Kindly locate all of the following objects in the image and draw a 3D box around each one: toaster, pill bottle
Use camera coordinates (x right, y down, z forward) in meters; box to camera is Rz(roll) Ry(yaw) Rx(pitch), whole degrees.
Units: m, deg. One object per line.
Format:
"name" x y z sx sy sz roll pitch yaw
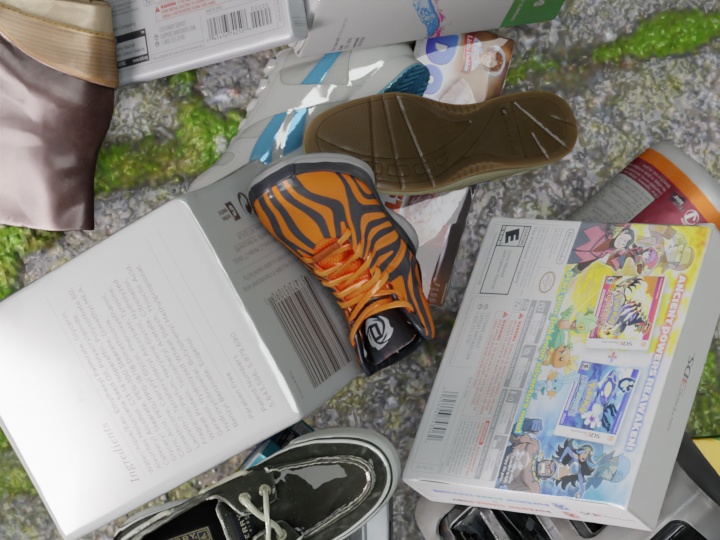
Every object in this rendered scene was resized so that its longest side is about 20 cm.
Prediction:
"toaster" 0.154 0.172 1.626 0.181 0.200 0.119 -43 134 9
"pill bottle" 0.173 0.011 1.713 0.200 0.110 0.110 -41 91 -4

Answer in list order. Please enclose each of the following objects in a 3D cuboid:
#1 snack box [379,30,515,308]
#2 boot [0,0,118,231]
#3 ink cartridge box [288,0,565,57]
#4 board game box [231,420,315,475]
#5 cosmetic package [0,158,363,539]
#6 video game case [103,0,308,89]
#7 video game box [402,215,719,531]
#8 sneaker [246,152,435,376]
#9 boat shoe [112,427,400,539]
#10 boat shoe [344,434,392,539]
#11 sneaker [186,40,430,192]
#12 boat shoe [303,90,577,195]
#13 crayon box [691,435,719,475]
"snack box" 0.051 -0.079 1.751 0.071 0.024 0.202 16 87 -4
"boot" -0.271 -0.119 1.710 0.198 0.072 0.168 9 97 9
"ink cartridge box" 0.036 -0.242 1.689 0.198 0.084 0.146 -10 71 -17
"board game box" -0.105 0.195 1.647 0.047 0.151 0.200 41 99 0
"cosmetic package" -0.131 0.052 1.632 0.199 0.165 0.166 -28 92 19
"video game case" -0.128 -0.231 1.684 0.199 0.023 0.184 -10 88 40
"video game box" 0.137 0.063 1.591 0.047 0.181 0.201 38 65 -42
"sneaker" 0.000 0.000 1.614 0.077 0.200 0.113 -29 59 19
"boat shoe" -0.068 0.160 1.529 0.199 0.064 0.071 -24 94 9
"boat shoe" -0.006 0.216 1.721 0.056 0.069 0.202 0 82 4
"sneaker" -0.048 -0.104 1.728 0.199 0.077 0.081 -38 68 0
"boat shoe" 0.051 -0.085 1.696 0.198 0.065 0.073 -8 79 -19
"crayon box" 0.279 0.218 1.738 0.171 0.058 0.202 -3 88 -4
